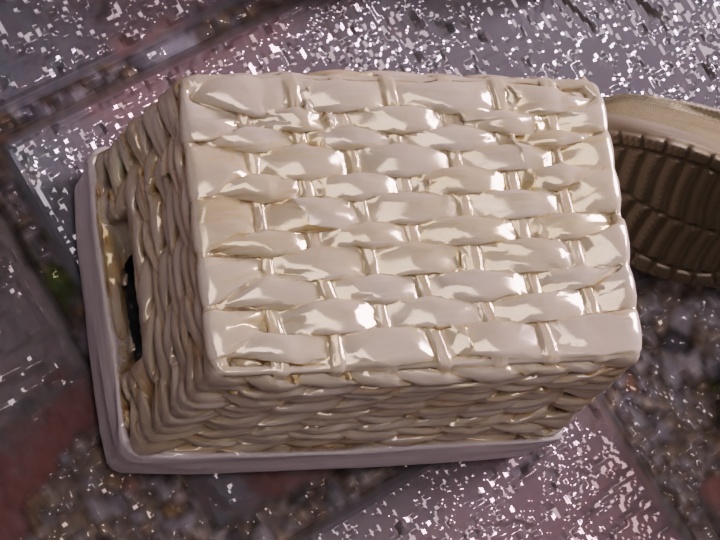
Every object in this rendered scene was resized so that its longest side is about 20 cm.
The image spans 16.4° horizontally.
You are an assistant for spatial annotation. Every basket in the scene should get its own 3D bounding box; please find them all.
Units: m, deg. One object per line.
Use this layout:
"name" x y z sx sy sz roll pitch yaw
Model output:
"basket" 0.000 0.000 0.996 0.199 0.123 0.136 -2 73 -22

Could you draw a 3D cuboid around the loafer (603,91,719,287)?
"loafer" 0.178 -0.033 1.111 0.199 0.076 0.068 17 37 -10
